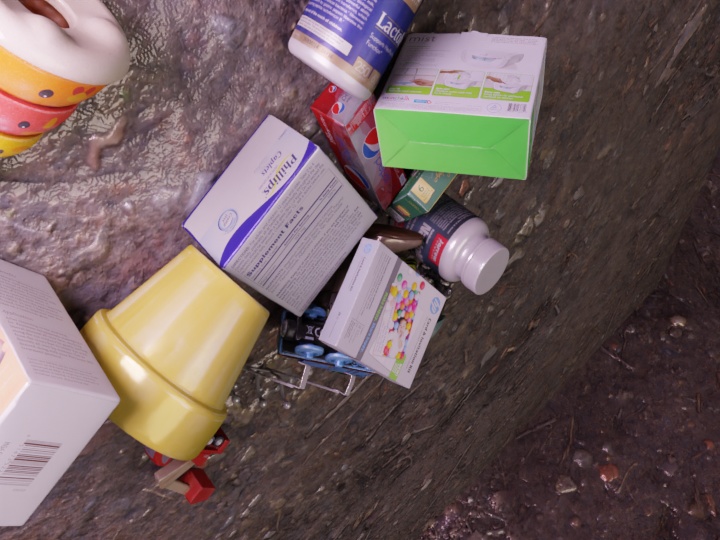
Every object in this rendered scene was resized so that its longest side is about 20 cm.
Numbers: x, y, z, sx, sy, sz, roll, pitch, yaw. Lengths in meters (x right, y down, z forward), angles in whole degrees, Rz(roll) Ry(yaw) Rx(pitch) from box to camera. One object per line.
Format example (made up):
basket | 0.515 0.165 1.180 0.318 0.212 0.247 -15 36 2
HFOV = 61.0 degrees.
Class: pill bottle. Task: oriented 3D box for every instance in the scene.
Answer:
pill bottle | 0.010 -0.312 0.695 0.114 0.115 0.203 13 112 -55
pill bottle | 0.154 -0.054 1.057 0.118 0.199 0.122 -31 143 -27

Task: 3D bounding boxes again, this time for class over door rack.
over door rack | -0.127 0.179 0.946 0.147 0.194 0.069 26 66 -58

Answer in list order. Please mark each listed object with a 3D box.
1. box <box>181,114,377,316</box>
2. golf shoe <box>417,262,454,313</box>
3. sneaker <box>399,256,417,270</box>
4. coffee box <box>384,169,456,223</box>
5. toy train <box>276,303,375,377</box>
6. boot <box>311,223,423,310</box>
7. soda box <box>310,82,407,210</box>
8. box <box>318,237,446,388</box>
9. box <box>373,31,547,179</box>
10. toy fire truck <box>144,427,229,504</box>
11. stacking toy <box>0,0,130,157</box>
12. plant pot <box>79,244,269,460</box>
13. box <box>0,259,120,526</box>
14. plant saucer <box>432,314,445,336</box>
box | -0.099 -0.065 0.812 0.185 0.104 0.200 -51 149 -1
golf shoe | 0.124 0.041 1.107 0.200 0.075 0.091 -43 154 -73
sneaker | 0.064 0.044 1.092 0.200 0.072 0.086 -49 139 -59
coffee box | 0.100 -0.138 0.943 0.124 0.044 0.200 -52 -174 -7
toy train | -0.046 0.117 0.977 0.194 0.090 0.114 14 155 -25
boot | 0.000 0.000 0.991 0.193 0.070 0.151 6 104 -18
soda box | 0.003 -0.175 0.864 0.064 0.069 0.201 -49 149 -11
box | 0.040 0.069 0.910 0.199 0.040 0.160 37 74 -46
box | 0.136 -0.225 0.808 0.098 0.193 0.180 77 27 -48
toy fire truck | -0.289 0.310 0.998 0.142 0.049 0.199 -53 148 3
stacking toy | -0.293 -0.144 0.497 0.200 0.148 0.144 -44 152 25
plant pot | -0.214 0.084 0.733 0.191 0.199 0.201 -52 149 -8
box | -0.348 0.104 0.572 0.153 0.199 0.106 -50 150 1
plant saucer | 0.072 0.129 1.163 0.197 0.198 0.040 -18 92 -41
